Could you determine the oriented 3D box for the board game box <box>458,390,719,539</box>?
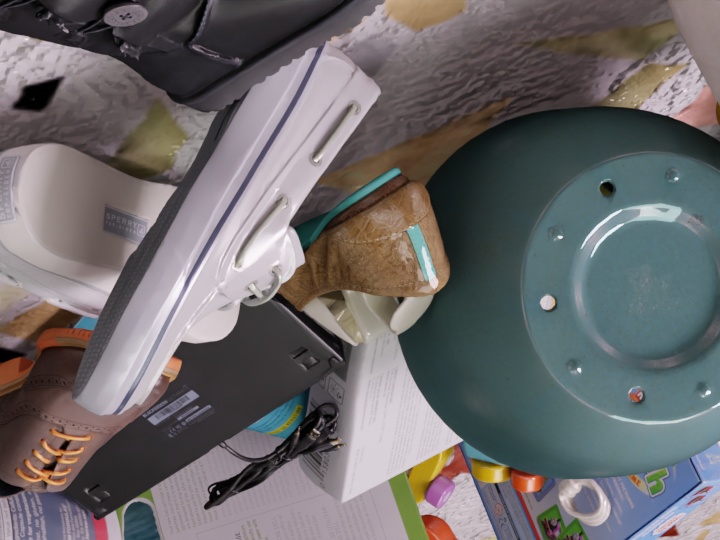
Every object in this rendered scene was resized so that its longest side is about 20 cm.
[{"bbox_3d":[0.154,0.127,1.179,0.037,0.152,0.200,0,146,-35],"label":"board game box"}]

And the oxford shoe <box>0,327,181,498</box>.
[{"bbox_3d":[-0.148,0.079,0.886,0.071,0.073,0.200,20,158,-22],"label":"oxford shoe"}]

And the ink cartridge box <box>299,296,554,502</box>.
[{"bbox_3d":[0.059,0.040,1.050,0.200,0.057,0.163,-26,141,-35],"label":"ink cartridge box"}]

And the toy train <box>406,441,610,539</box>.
[{"bbox_3d":[0.087,0.154,1.203,0.200,0.150,0.056,-36,178,37],"label":"toy train"}]

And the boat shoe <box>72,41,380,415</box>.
[{"bbox_3d":[-0.055,-0.016,0.764,0.067,0.200,0.074,30,175,-14],"label":"boat shoe"}]

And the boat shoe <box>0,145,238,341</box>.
[{"bbox_3d":[-0.131,-0.008,0.838,0.068,0.072,0.200,-3,170,27],"label":"boat shoe"}]

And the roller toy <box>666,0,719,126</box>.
[{"bbox_3d":[0.230,-0.100,0.794,0.140,0.200,0.182,-32,169,20],"label":"roller toy"}]

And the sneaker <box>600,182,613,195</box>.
[{"bbox_3d":[0.169,-0.019,1.020,0.200,0.066,0.078,16,128,-41],"label":"sneaker"}]

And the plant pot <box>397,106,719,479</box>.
[{"bbox_3d":[0.125,0.010,0.847,0.200,0.201,0.161,-17,-179,-7],"label":"plant pot"}]

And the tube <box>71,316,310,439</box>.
[{"bbox_3d":[-0.098,0.060,1.013,0.200,0.050,0.077,19,125,-43],"label":"tube"}]

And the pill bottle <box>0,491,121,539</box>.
[{"bbox_3d":[-0.253,0.167,1.013,0.200,0.120,0.120,13,137,-46],"label":"pill bottle"}]

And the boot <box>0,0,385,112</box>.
[{"bbox_3d":[-0.085,-0.141,0.653,0.165,0.066,0.200,-39,143,27],"label":"boot"}]

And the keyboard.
[{"bbox_3d":[-0.091,0.088,0.991,0.200,0.021,0.127,-33,121,24],"label":"keyboard"}]

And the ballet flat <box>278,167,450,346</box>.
[{"bbox_3d":[0.000,0.000,0.856,0.068,0.072,0.200,-32,-177,-19],"label":"ballet flat"}]

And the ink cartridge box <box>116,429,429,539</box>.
[{"bbox_3d":[-0.066,0.168,1.109,0.200,0.148,0.076,-16,153,-7],"label":"ink cartridge box"}]
